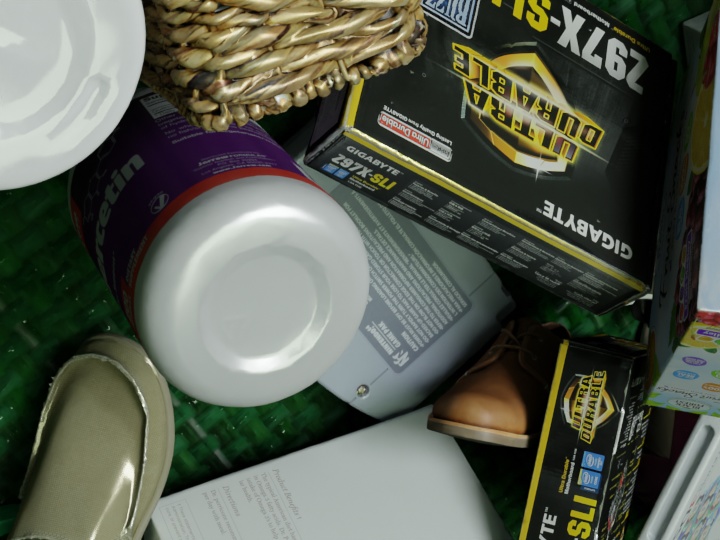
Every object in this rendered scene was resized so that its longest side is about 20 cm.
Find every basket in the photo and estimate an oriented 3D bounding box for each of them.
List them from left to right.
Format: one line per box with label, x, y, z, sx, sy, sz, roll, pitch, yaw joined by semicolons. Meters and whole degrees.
basket;-0.060;-0.175;0.669;0.142;0.200;0.150;-23;121;-19

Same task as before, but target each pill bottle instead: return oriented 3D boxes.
pill bottle;-0.177;-0.124;0.634;0.119;0.200;0.121;-12;119;-22
pill bottle;-0.080;-0.024;0.733;0.112;0.200;0.113;-11;118;-21

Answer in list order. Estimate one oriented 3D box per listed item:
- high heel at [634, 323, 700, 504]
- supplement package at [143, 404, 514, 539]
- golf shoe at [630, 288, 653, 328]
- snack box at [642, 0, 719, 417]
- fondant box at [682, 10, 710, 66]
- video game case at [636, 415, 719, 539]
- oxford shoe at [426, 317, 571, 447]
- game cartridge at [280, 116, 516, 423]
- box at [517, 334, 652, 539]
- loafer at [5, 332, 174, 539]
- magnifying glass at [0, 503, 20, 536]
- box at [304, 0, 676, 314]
high heel;0.243;0.079;1.039;0.095;0.067;0.201;10;106;-39
supplement package;-0.021;0.187;0.903;0.199;0.117;0.118;-16;141;-20
golf shoe;0.156;-0.022;0.936;0.199;0.078;0.095;27;100;-33
snack box;0.201;-0.038;0.814;0.053;0.201;0.142;9;156;5
fondant box;0.314;-0.126;0.891;0.143;0.200;0.059;-25;123;-16
video game case;0.260;0.139;1.045;0.200;0.024;0.183;-2;119;-60
oxford shoe;0.090;0.067;0.911;0.200;0.071;0.072;-17;116;-70
game cartridge;0.000;0.000;0.890;0.133;0.040;0.200;-43;126;-7
box;0.146;0.123;0.924;0.200;0.049;0.161;3;100;-73
loafer;-0.157;0.136;0.826;0.075;0.068;0.202;12;96;11
magnifying glass;-0.180;0.217;0.914;0.079;0.022;0.200;-40;124;-5
box;0.078;-0.089;0.797;0.199;0.049;0.161;27;57;-22
